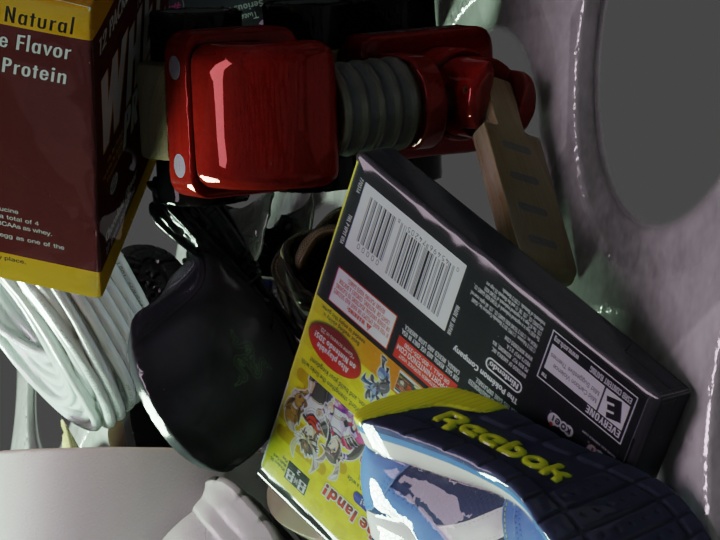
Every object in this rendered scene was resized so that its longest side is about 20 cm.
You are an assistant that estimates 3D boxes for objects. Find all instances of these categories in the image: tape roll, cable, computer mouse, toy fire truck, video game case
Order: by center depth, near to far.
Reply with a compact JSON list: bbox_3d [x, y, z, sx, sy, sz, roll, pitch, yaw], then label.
[{"bbox_3d":[0.044,0.073,1.267,0.200,0.025,0.182,40,125,35],"label":"video game case"},{"bbox_3d":[0.009,-0.062,1.359,0.200,0.175,0.130,11,106,58],"label":"toy fire truck"},{"bbox_3d":[-0.063,0.027,1.400,0.053,0.139,0.200,-30,16,17],"label":"computer mouse"},{"bbox_3d":[-0.125,0.175,1.579,0.203,0.201,0.140,160,112,-69],"label":"tape roll"},{"bbox_3d":[-0.199,0.006,1.761,0.200,0.069,0.200,52,163,-1],"label":"cable"}]

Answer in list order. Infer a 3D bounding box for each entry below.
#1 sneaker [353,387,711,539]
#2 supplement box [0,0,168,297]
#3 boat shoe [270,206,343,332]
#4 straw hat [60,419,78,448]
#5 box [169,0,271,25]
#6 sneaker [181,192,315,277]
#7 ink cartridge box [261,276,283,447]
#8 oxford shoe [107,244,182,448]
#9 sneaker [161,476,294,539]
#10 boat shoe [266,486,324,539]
[{"bbox_3d":[0.073,0.117,1.177,0.200,0.074,0.083,29,122,47],"label":"sneaker"},{"bbox_3d":[-0.203,-0.118,1.410,0.201,0.196,0.133,93,-169,-48],"label":"supplement box"},{"bbox_3d":[0.000,0.000,1.456,0.074,0.073,0.200,-41,23,-12],"label":"boat shoe"},{"bbox_3d":[-0.137,0.185,1.799,0.201,0.085,0.202,173,90,-81],"label":"straw hat"},{"bbox_3d":[-0.133,-0.143,1.583,0.132,0.199,0.115,-89,-14,-60],"label":"box"},{"bbox_3d":[-0.086,0.008,1.774,0.200,0.060,0.105,173,103,-66],"label":"sneaker"},{"bbox_3d":[-0.062,0.050,1.591,0.200,0.037,0.095,10,-92,-80],"label":"ink cartridge box"},{"bbox_3d":[-0.145,0.074,1.901,0.085,0.072,0.201,119,153,-51],"label":"oxford shoe"},{"bbox_3d":[-0.039,0.194,1.431,0.087,0.075,0.200,-42,52,-4],"label":"sneaker"},{"bbox_3d":[0.024,0.141,1.390,0.074,0.063,0.201,-51,32,-3],"label":"boat shoe"}]
